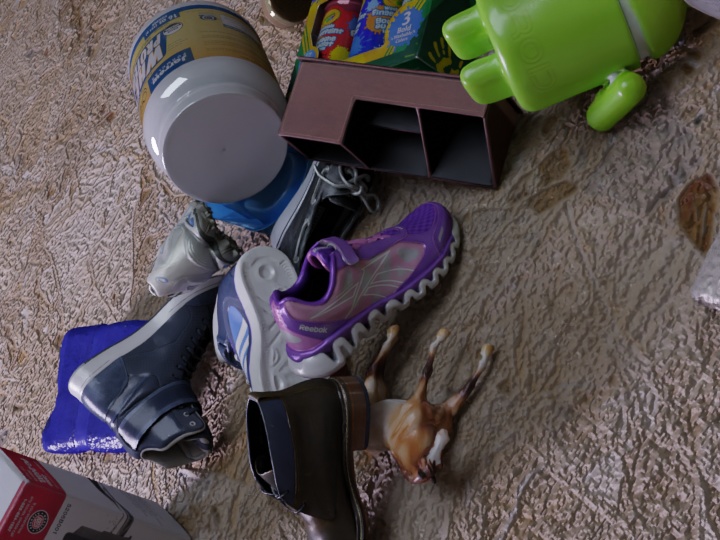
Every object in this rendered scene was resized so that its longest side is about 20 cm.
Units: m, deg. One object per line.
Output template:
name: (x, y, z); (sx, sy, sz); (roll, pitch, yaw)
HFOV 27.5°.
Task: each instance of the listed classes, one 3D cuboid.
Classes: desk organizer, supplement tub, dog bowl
desk organizer: (0.033, -0.132, 1.309); (0.200, 0.072, 0.077); (11, 78, 28)
supplement tub: (-0.152, -0.170, 1.479); (0.145, 0.145, 0.200); (-49, 33, 17)
dog bowl: (-0.097, -0.089, 1.528); (0.200, 0.050, 0.112); (17, 81, 54)

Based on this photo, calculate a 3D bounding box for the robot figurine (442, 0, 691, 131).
robot figurine: (0.171, -0.203, 1.182); (0.200, 0.116, 0.176); (-23, 76, 11)

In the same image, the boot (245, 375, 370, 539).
boot: (-0.050, 0.185, 1.195); (0.075, 0.097, 0.200); (-1, 88, 61)

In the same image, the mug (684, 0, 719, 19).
mug: (0.308, -0.257, 1.059); (0.187, 0.149, 0.153); (24, 94, 62)

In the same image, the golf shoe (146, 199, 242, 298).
golf shoe: (-0.174, -0.017, 1.458); (0.097, 0.078, 0.200); (-39, 2, 0)

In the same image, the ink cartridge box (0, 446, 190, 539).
ink cartridge box: (-0.280, 0.271, 1.380); (0.083, 0.200, 0.145); (27, 89, 51)

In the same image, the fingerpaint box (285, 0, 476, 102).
fingerpaint box: (0.028, -0.243, 1.454); (0.200, 0.073, 0.167); (-10, 59, 48)

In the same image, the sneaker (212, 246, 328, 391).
sneaker: (-0.084, 0.087, 1.387); (0.146, 0.081, 0.200); (126, 130, -63)

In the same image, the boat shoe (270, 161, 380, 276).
boat shoe: (-0.018, -0.082, 1.402); (0.199, 0.074, 0.068); (-56, 38, 12)

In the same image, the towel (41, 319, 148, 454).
towel: (-0.267, 0.128, 1.600); (0.200, 0.050, 0.148); (-9, 67, 48)

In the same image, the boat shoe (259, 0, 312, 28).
boat shoe: (-0.090, -0.336, 1.679); (0.065, 0.071, 0.200); (-42, 31, 36)

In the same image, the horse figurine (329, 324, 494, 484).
horse figurine: (0.029, 0.110, 1.231); (0.200, 0.050, 0.133); (4, 65, 52)

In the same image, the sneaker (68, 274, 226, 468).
sneaker: (-0.167, 0.106, 1.465); (0.202, 0.077, 0.146); (-39, 63, -18)

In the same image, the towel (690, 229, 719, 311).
towel: (0.314, -0.015, 0.972); (0.200, 0.034, 0.133); (21, 83, 55)

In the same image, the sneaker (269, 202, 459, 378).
sneaker: (0.000, 0.000, 1.271); (0.200, 0.088, 0.080); (-42, 26, -17)
